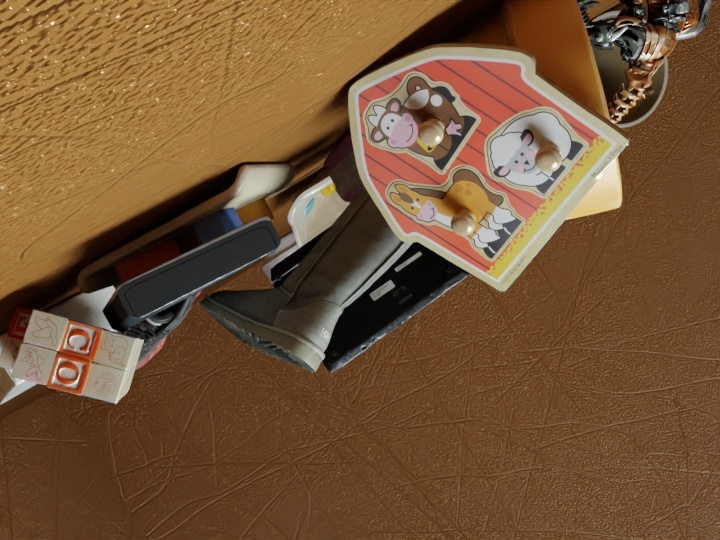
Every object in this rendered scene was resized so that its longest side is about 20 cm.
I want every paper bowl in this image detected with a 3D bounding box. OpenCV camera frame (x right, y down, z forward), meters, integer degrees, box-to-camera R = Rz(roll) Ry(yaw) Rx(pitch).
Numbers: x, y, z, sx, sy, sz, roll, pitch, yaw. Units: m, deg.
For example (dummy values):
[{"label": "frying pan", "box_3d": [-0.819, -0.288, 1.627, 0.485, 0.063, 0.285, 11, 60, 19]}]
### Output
[{"label": "paper bowl", "box_3d": [-0.203, -0.051, 2.206, 0.201, 0.104, 0.201, -31, -178, 1]}]

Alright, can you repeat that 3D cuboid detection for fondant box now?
[{"label": "fondant box", "box_3d": [-0.370, 0.089, 0.897, 0.144, 0.058, 0.200, -33, -176, -33]}]

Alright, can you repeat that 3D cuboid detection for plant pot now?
[{"label": "plant pot", "box_3d": [0.428, -0.360, 1.392, 0.200, 0.201, 0.183, -32, -166, -12]}, {"label": "plant pot", "box_3d": [0.115, -0.129, 0.669, 0.183, 0.200, 0.200, -15, -173, 14]}]

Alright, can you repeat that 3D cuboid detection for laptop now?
[{"label": "laptop", "box_3d": [0.000, 0.000, 0.843, 0.177, 0.200, 0.103, -36, 153, -1]}]

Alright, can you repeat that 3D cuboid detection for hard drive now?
[{"label": "hard drive", "box_3d": [-0.163, 0.009, 0.692, 0.140, 0.033, 0.200, -29, -176, -23]}]

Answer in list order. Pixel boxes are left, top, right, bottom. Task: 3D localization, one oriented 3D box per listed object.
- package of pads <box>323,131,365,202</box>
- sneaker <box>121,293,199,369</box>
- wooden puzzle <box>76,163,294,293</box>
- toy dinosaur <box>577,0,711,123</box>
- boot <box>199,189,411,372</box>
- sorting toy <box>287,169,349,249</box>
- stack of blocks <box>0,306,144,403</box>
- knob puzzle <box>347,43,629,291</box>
[{"label": "package of pads", "box_3d": [0.060, -0.163, 0.915, 0.200, 0.076, 0.120, -32, -175, -22]}, {"label": "sneaker", "box_3d": [-0.266, 0.059, 0.939, 0.200, 0.071, 0.098, -50, -171, 16]}, {"label": "wooden puzzle", "box_3d": [-0.162, -0.037, 0.757, 0.200, 0.046, 0.185, -31, -178, 12]}, {"label": "toy dinosaur", "box_3d": [0.268, -0.241, 0.742, 0.102, 0.136, 0.200, 30, 78, -76]}, {"label": "boot", "box_3d": [-0.048, -0.006, 0.761, 0.182, 0.073, 0.200, 19, -111, 34]}, {"label": "sorting toy", "box_3d": [-0.033, -0.108, 1.089, 0.200, 0.107, 0.180, -30, 175, 10]}, {"label": "stack of blocks", "box_3d": [-0.272, 0.077, 0.704, 0.200, 0.115, 0.059, 159, -53, -74]}, {"label": "knob puzzle", "box_3d": [0.074, -0.088, 0.589, 0.220, 0.220, 0.030, -29, -162, 38]}]
